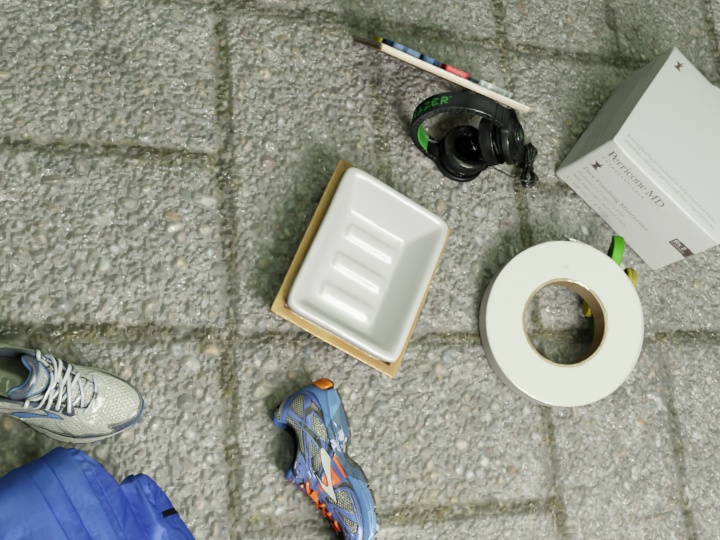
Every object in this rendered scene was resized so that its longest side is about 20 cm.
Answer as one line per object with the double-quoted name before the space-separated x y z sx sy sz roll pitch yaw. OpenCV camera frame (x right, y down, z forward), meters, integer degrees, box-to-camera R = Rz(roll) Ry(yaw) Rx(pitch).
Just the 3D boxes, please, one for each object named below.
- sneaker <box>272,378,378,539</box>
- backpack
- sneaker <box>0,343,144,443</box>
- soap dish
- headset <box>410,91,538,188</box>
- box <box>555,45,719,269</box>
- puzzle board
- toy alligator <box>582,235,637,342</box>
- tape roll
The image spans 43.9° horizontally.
"sneaker" -0.039 0.219 0.936 0.078 0.075 0.201 -15 73 -17
"backpack" -0.242 0.255 0.785 0.167 0.163 0.200 -33 77 -37
"sneaker" -0.300 0.113 0.836 0.198 0.085 0.078 15 70 -20
"soap dish" 0.000 0.000 1.003 0.157 0.081 0.201 29 65 -14
"headset" 0.152 -0.164 1.102 0.199 0.123 0.095 31 58 -33
"box" 0.407 -0.148 1.197 0.199 0.131 0.200 43 63 -7
"puzzle board" 0.097 -0.244 1.087 0.199 0.151 0.018 20 103 -18
"toy alligator" 0.312 0.057 1.142 0.059 0.054 0.202 9 80 -4
"tape roll" 0.244 0.064 1.086 0.201 0.037 0.205 1 80 -6
